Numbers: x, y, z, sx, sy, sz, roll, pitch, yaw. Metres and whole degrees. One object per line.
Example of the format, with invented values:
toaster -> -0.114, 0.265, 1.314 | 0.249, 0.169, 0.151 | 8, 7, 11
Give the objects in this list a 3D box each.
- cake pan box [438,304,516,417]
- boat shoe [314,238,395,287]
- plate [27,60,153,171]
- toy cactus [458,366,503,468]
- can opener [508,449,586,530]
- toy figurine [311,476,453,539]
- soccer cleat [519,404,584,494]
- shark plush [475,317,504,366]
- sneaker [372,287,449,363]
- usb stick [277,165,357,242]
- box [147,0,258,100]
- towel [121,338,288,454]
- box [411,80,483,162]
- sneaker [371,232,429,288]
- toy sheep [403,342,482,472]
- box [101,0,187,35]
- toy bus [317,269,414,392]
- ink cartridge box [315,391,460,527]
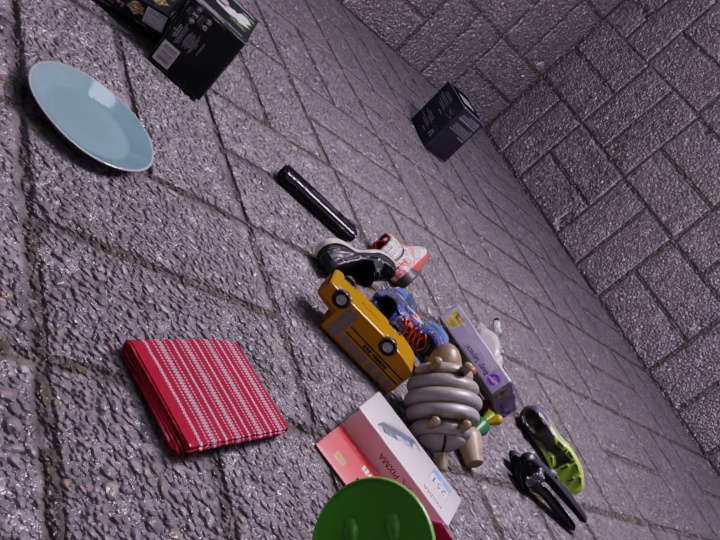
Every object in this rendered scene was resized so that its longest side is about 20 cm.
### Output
cake pan box -> 0.229, 0.181, 1.517 | 0.185, 0.052, 0.200 | 60, -1, 27
boat shoe -> 0.001, -0.002, 1.439 | 0.198, 0.074, 0.067 | 24, 34, -48
plate -> -0.375, -0.207, 1.093 | 0.200, 0.026, 0.201 | 42, 22, -21
toy cactus -> 0.188, 0.257, 1.367 | 0.200, 0.101, 0.167 | 40, 30, -46
can opener -> 0.354, 0.407, 1.462 | 0.200, 0.063, 0.079 | 45, 20, -12
toy figurine -> 0.053, 0.347, 0.889 | 0.184, 0.149, 0.203 | 36, 44, -55
soccer cleat -> 0.404, 0.367, 1.637 | 0.201, 0.064, 0.084 | 58, 15, 21
shark plush -> 0.297, 0.191, 1.728 | 0.084, 0.090, 0.201 | 72, -8, -49
sneaker -> 0.085, 0.105, 1.431 | 0.078, 0.076, 0.200 | 8, 29, -45
usb stick -> -0.084, -0.132, 1.552 | 0.200, 0.033, 0.056 | 42, 15, -20
box -> -0.293, -0.442, 1.494 | 0.124, 0.148, 0.201 | 39, 23, -18
towel -> -0.174, 0.139, 0.903 | 0.145, 0.022, 0.199 | 55, 19, 20
box -> 0.310, -0.534, 2.825 | 0.117, 0.200, 0.198 | 32, 26, -35
sneaker -> 0.085, -0.042, 1.689 | 0.108, 0.067, 0.202 | 49, 23, -6
toy sheep -> 0.130, 0.213, 1.237 | 0.137, 0.137, 0.203 | 30, 60, -41
box -> -0.416, -0.525, 1.489 | 0.158, 0.046, 0.201 | 29, 25, -15
toy bus -> 0.004, 0.096, 1.264 | 0.200, 0.078, 0.065 | 46, 22, -10
ink cartridge box -> 0.045, 0.278, 1.079 | 0.201, 0.045, 0.176 | 52, 19, 7
